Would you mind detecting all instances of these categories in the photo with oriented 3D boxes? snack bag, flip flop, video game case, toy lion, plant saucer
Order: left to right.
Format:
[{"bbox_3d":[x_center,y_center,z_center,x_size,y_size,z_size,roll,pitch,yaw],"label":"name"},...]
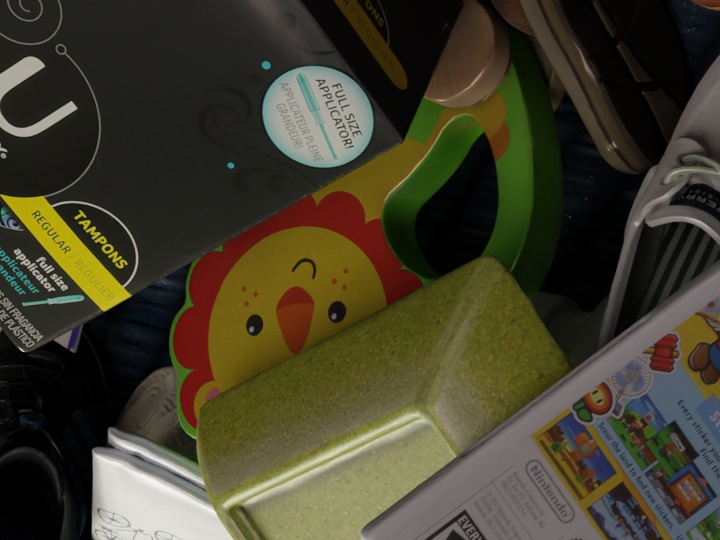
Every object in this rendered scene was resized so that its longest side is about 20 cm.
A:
[{"bbox_3d":[-0.040,0.155,1.152,0.199,0.021,0.189,26,154,4],"label":"snack bag"},{"bbox_3d":[0.000,0.000,1.034,0.199,0.069,0.193,-17,72,33],"label":"toy lion"},{"bbox_3d":[0.031,0.119,0.952,0.200,0.048,0.200,-29,97,45],"label":"plant saucer"},{"bbox_3d":[0.076,-0.131,0.986,0.057,0.081,0.201,-6,116,46],"label":"flip flop"},{"bbox_3d":[0.128,0.123,0.884,0.182,0.023,0.200,-36,94,-6],"label":"video game case"}]

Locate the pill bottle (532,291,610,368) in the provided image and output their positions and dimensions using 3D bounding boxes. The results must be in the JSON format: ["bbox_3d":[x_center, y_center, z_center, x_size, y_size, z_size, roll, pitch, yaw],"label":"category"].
[{"bbox_3d":[0.151,0.065,1.009,0.199,0.112,0.113,12,119,25],"label":"pill bottle"}]

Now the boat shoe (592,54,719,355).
[{"bbox_3d":[0.142,-0.013,0.937,0.073,0.067,0.201,12,78,25],"label":"boat shoe"}]

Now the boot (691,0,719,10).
[{"bbox_3d":[0.097,-0.174,0.895,0.073,0.155,0.201,-4,111,31],"label":"boot"}]

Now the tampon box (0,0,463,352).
[{"bbox_3d":[-0.088,-0.091,0.954,0.200,0.126,0.150,-29,110,28],"label":"tampon box"}]

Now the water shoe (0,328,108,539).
[{"bbox_3d":[-0.155,0.095,1.161,0.071,0.201,0.079,10,147,-12],"label":"water shoe"}]

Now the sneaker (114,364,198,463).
[{"bbox_3d":[-0.051,0.084,1.166,0.084,0.075,0.200,28,151,-28],"label":"sneaker"}]

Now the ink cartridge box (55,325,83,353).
[{"bbox_3d":[-0.203,-0.050,1.203,0.200,0.039,0.100,31,124,15],"label":"ink cartridge box"}]
